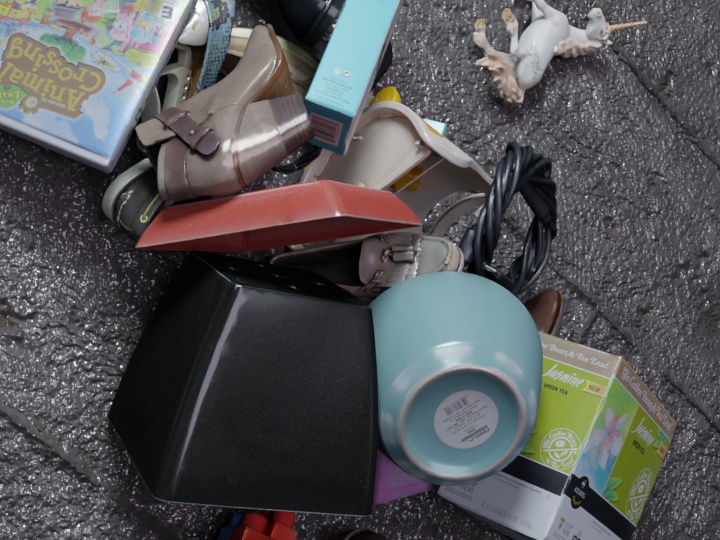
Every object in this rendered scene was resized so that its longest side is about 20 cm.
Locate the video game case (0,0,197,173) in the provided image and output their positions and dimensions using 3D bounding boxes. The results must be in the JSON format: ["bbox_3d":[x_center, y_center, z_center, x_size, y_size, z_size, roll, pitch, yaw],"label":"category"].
[{"bbox_3d":[-0.270,-0.203,0.961,0.198,0.022,0.184,22,75,6],"label":"video game case"}]

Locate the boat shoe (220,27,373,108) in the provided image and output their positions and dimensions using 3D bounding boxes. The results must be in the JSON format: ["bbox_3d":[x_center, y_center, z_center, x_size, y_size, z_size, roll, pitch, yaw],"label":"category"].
[{"bbox_3d":[-0.076,-0.184,1.089,0.199,0.072,0.066,18,75,-31],"label":"boat shoe"}]

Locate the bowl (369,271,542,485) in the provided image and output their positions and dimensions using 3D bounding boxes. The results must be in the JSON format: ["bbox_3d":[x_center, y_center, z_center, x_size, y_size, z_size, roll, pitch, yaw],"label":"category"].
[{"bbox_3d":[0.082,0.113,0.987,0.198,0.105,0.203,-2,112,-5],"label":"bowl"}]

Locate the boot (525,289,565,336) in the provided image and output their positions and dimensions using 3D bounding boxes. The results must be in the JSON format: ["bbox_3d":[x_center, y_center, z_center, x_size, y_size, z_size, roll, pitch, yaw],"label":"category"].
[{"bbox_3d":[0.114,0.032,1.183,0.200,0.064,0.187,46,68,-15],"label":"boot"}]

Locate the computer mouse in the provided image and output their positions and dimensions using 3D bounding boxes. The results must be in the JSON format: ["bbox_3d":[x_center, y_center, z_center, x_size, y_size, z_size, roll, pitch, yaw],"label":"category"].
[{"bbox_3d":[-0.026,-0.169,1.066,0.059,0.034,0.201,48,62,-29],"label":"computer mouse"}]

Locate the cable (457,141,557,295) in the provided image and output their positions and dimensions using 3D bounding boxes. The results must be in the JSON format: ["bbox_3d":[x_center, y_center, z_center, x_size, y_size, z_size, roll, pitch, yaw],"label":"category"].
[{"bbox_3d":[0.153,-0.046,1.109,0.199,0.050,0.165,6,97,-62],"label":"cable"}]

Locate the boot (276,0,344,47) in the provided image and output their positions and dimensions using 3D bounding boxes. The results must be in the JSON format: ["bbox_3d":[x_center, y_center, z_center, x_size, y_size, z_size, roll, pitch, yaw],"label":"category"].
[{"bbox_3d":[-0.102,-0.308,1.036,0.167,0.077,0.201,26,31,-25],"label":"boot"}]

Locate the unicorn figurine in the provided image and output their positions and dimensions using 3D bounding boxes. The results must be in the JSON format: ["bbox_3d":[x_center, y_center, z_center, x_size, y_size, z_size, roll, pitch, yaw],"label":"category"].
[{"bbox_3d":[0.211,-0.272,1.254,0.200,0.074,0.138,-46,117,-8],"label":"unicorn figurine"}]

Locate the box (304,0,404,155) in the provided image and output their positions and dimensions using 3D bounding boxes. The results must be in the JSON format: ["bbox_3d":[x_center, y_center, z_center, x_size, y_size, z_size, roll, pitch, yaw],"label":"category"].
[{"bbox_3d":[0.000,-0.217,1.028,0.049,0.082,0.202,20,69,0],"label":"box"}]

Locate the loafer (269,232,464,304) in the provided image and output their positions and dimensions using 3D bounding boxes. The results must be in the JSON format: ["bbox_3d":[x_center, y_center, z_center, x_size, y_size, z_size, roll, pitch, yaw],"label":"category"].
[{"bbox_3d":[0.000,0.000,1.046,0.063,0.198,0.073,46,44,-43],"label":"loafer"}]

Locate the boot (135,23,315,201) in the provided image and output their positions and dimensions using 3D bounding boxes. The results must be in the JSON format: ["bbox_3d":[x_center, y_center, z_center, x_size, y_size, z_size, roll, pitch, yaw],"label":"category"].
[{"bbox_3d":[-0.126,-0.140,0.954,0.145,0.201,0.071,-21,130,-2],"label":"boot"}]

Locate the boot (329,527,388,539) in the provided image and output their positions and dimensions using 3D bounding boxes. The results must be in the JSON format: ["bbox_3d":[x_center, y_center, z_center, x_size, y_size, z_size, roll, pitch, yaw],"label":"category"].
[{"bbox_3d":[0.007,0.354,1.044,0.072,0.166,0.203,5,84,-27],"label":"boot"}]

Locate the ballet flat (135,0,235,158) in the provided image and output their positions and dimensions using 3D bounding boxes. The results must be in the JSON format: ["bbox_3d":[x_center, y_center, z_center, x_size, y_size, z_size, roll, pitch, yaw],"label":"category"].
[{"bbox_3d":[-0.166,-0.193,1.010,0.074,0.074,0.202,7,101,-27],"label":"ballet flat"}]

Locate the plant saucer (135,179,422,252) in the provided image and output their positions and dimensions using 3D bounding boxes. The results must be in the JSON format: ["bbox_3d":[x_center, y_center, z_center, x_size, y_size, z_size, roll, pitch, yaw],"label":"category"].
[{"bbox_3d":[-0.068,-0.047,0.971,0.200,0.198,0.037,2,82,-68],"label":"plant saucer"}]

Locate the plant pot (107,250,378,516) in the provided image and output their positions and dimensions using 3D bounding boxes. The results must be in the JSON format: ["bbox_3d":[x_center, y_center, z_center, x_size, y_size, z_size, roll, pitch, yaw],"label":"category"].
[{"bbox_3d":[-0.093,0.089,0.968,0.198,0.200,0.179,11,97,-27],"label":"plant pot"}]

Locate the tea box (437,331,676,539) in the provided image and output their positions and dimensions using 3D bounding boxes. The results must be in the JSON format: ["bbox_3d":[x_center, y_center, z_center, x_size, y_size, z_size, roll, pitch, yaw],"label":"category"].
[{"bbox_3d":[0.212,0.194,1.137,0.200,0.133,0.198,40,71,-49],"label":"tea box"}]

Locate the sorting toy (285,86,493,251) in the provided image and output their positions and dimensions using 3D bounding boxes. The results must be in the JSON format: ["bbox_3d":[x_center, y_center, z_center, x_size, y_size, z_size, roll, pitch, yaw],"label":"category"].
[{"bbox_3d":[0.050,-0.079,1.112,0.179,0.199,0.108,27,43,-37],"label":"sorting toy"}]

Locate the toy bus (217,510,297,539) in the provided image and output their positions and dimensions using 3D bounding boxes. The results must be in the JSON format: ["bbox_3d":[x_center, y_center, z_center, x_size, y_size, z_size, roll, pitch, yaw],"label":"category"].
[{"bbox_3d":[-0.102,0.302,0.980,0.135,0.199,0.193,34,65,-22],"label":"toy bus"}]

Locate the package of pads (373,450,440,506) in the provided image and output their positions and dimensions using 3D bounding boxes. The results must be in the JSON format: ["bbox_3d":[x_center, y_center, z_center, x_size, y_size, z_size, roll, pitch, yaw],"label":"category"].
[{"bbox_3d":[0.054,0.131,1.102,0.119,0.076,0.202,-11,115,-29],"label":"package of pads"}]

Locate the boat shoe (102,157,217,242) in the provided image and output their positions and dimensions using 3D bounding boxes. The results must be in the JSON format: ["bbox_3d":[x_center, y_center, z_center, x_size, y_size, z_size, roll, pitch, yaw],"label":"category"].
[{"bbox_3d":[-0.141,-0.096,1.007,0.201,0.072,0.060,-40,62,-19],"label":"boat shoe"}]
